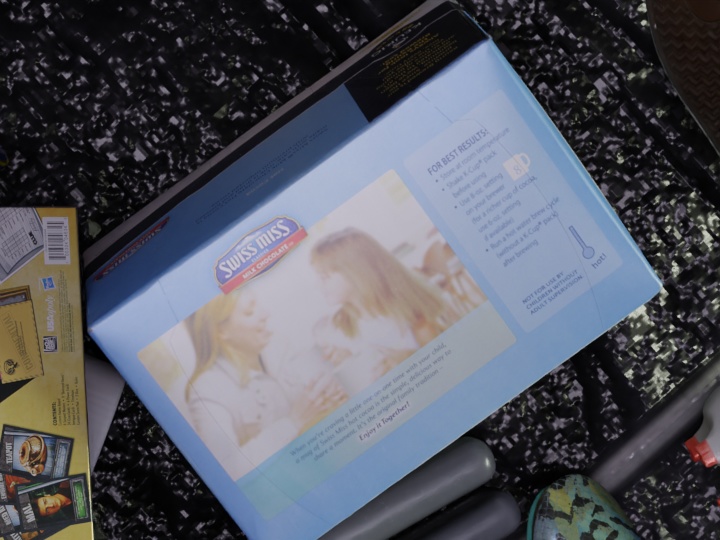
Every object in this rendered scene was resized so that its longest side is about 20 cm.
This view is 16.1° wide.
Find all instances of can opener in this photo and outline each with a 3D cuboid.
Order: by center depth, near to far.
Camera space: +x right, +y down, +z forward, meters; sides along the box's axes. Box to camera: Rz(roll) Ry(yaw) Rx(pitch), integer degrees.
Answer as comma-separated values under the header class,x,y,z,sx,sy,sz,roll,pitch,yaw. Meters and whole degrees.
class,x,y,z,sx,sy,sz,roll,pitch,yaw
can opener,-0.026,0.136,1.129,0.200,0.066,0.053,-29,101,-7

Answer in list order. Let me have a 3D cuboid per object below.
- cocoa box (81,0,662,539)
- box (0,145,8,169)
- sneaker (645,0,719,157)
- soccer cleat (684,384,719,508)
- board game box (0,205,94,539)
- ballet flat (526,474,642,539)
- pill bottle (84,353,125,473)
class,x,y,z,sx,sy,sz,roll,pitch,yaw
cocoa box,0.000,0.000,1.061,0.200,0.131,0.133,-36,106,3
box,-0.230,-0.110,1.053,0.070,0.064,0.200,-34,86,3
sneaker,0.188,-0.087,1.107,0.085,0.073,0.200,-24,92,-33
soccer cleat,0.219,0.132,1.133,0.077,0.069,0.200,-29,96,-1
board game box,-0.173,0.075,0.992,0.135,0.035,0.201,0,82,-28
ballet flat,0.126,0.187,1.131,0.074,0.074,0.200,-14,104,-1
pill bottle,-0.207,0.048,1.076,0.200,0.110,0.110,21,97,-5
